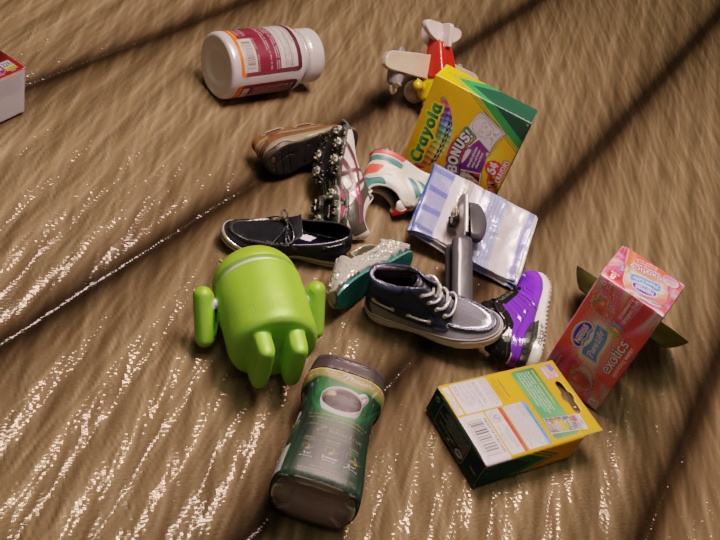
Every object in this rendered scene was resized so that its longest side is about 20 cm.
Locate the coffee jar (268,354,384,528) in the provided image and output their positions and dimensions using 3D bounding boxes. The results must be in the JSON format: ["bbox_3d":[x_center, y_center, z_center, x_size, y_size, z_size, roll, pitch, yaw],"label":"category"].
[{"bbox_3d":[-0.033,0.192,1.048,0.103,0.086,0.201,18,41,0],"label":"coffee jar"}]

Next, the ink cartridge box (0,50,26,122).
[{"bbox_3d":[-0.619,-0.267,1.284,0.175,0.084,0.200,32,42,11],"label":"ink cartridge box"}]

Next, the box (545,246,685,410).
[{"bbox_3d":[0.348,0.081,1.249,0.102,0.201,0.095,37,43,16],"label":"box"}]

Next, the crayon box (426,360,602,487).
[{"bbox_3d":[0.202,0.197,1.174,0.199,0.052,0.126,-8,49,-30],"label":"crayon box"}]

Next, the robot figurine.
[{"bbox_3d":[-0.123,0.051,1.136,0.174,0.116,0.201,-4,47,-21],"label":"robot figurine"}]

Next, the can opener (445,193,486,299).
[{"bbox_3d":[0.160,-0.028,1.352,0.066,0.053,0.201,14,61,-10],"label":"can opener"}]

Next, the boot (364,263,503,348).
[{"bbox_3d":[0.102,0.047,1.231,0.198,0.091,0.073,9,55,5],"label":"boot"}]

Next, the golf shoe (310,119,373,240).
[{"bbox_3d":[-0.026,-0.139,1.403,0.088,0.077,0.202,21,60,-34],"label":"golf shoe"}]

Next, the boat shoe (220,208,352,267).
[{"bbox_3d":[-0.103,-0.052,1.300,0.198,0.062,0.075,9,44,-14],"label":"boat shoe"}]

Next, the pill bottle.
[{"bbox_3d":[-0.169,-0.370,1.574,0.199,0.115,0.114,-17,54,-37],"label":"pill bottle"}]

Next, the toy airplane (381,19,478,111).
[{"bbox_3d":[0.133,-0.369,1.688,0.200,0.141,0.200,48,50,-20],"label":"toy airplane"}]

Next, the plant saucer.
[{"bbox_3d":[0.406,0.061,1.365,0.199,0.031,0.200,35,7,-5],"label":"plant saucer"}]

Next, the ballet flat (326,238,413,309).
[{"bbox_3d":[0.000,0.000,1.291,0.072,0.072,0.200,39,35,19],"label":"ballet flat"}]

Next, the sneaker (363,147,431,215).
[{"bbox_3d":[0.091,-0.118,1.468,0.199,0.070,0.094,26,66,-9],"label":"sneaker"}]

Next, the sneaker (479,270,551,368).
[{"bbox_3d":[0.222,0.059,1.319,0.099,0.070,0.201,19,40,-1],"label":"sneaker"}]

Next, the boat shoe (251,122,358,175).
[{"bbox_3d":[-0.091,-0.213,1.470,0.199,0.076,0.074,-15,43,-42],"label":"boat shoe"}]

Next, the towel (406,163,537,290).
[{"bbox_3d":[0.183,-0.073,1.427,0.199,0.024,0.148,27,62,-6],"label":"towel"}]

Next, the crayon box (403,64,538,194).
[{"bbox_3d":[0.174,-0.213,1.490,0.172,0.201,0.058,28,40,7],"label":"crayon box"}]
